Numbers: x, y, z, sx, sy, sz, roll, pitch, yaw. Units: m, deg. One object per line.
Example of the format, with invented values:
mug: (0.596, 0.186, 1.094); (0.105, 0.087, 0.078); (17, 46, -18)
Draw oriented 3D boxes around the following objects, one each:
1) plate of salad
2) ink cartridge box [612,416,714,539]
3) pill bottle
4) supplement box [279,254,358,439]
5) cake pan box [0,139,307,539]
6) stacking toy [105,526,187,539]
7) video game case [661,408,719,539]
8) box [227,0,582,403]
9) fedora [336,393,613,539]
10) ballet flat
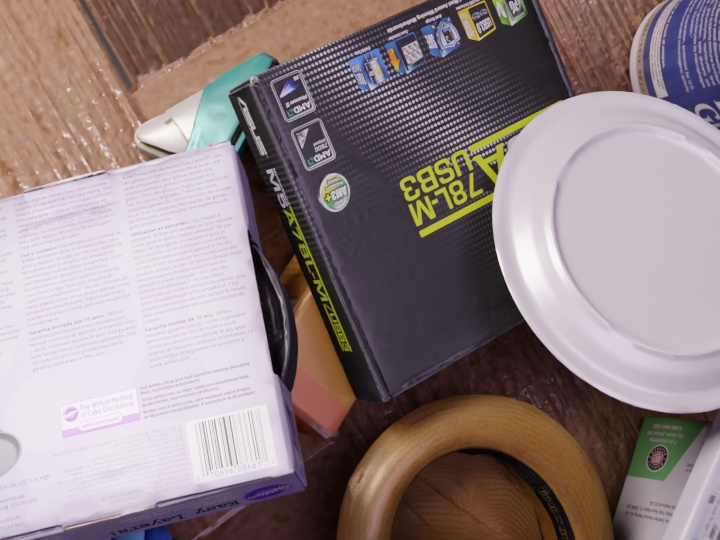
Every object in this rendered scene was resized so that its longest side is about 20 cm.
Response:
plate of salad: (0.165, -0.011, 0.772); (0.197, 0.048, 0.203); (7, 66, -15)
ink cartridge box: (0.225, 0.205, 0.855); (0.083, 0.144, 0.202); (24, 78, -20)
pill bottle: (0.274, -0.145, 0.863); (0.110, 0.200, 0.113); (1, 87, -23)
supplement box: (0.000, 0.000, 0.811); (0.066, 0.069, 0.201); (40, 75, -19)
cake pan box: (-0.133, 0.042, 0.687); (0.197, 0.052, 0.186); (-15, 70, 1)
stacking toy: (-0.109, 0.188, 0.754); (0.199, 0.085, 0.086); (32, 76, -24)
video game case: (0.259, 0.174, 0.780); (0.181, 0.022, 0.202); (33, 75, -18)
box: (0.047, -0.054, 0.775); (0.198, 0.047, 0.195); (-26, 97, -24)
fedora: (0.062, 0.172, 0.821); (0.198, 0.082, 0.204); (1, 89, -25)
ballet flat: (-0.107, -0.047, 0.770); (0.070, 0.067, 0.202); (20, 77, -7)
